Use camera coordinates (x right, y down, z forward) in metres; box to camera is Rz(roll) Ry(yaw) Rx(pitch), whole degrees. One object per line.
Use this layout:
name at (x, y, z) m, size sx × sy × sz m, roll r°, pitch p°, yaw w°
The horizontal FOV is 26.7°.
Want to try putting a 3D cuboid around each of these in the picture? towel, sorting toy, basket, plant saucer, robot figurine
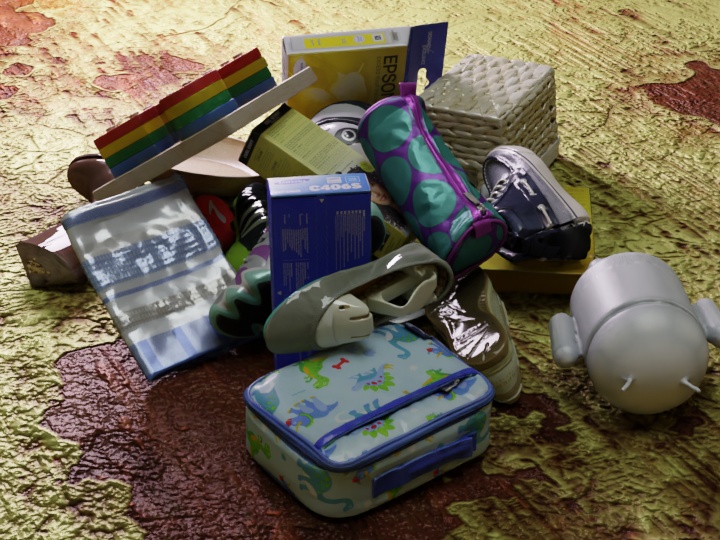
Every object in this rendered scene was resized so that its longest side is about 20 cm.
towel at (-0.196, 0.003, 1.518) m, size 0.147 × 0.024 × 0.200 m, roll -21°, pitch 71°, yaw -30°
sorting toy at (-0.176, -0.166, 1.621) m, size 0.198 × 0.070 × 0.200 m, roll -25°, pitch 10°, yaw 32°
basket at (0.150, -0.169, 1.828) m, size 0.135 × 0.124 × 0.200 m, roll 13°, pitch 32°, yaw 23°
plant saucer at (-0.193, -0.126, 1.809) m, size 0.199 × 0.036 × 0.200 m, roll 9°, pitch 19°, yaw -3°
robot figurine at (-0.017, -0.126, 1.734) m, size 0.125 × 0.151 × 0.200 m, roll 31°, pitch 20°, yaw -4°
robot figurine at (0.262, 0.059, 1.432) m, size 0.169 × 0.113 × 0.200 m, roll -10°, pitch 29°, yaw 2°

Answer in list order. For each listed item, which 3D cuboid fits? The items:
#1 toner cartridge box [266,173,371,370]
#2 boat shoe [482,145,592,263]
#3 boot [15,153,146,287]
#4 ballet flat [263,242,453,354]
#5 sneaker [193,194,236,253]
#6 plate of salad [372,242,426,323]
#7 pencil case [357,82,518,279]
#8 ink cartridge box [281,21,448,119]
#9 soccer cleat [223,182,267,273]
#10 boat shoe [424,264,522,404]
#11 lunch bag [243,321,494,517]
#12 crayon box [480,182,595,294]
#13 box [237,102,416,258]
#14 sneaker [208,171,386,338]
toner cartridge box at (-0.038, 0.009, 1.433) m, size 0.095 × 0.201 × 0.043 m, roll -4°, pitch 28°, yaw -7°
boat shoe at (0.158, -0.073, 1.601) m, size 0.092 × 0.075 × 0.200 m, roll -6°, pitch 29°, yaw -24°
boot at (-0.325, -0.055, 1.698) m, size 0.186 × 0.064 × 0.200 m, roll 18°, pitch 39°, yaw 33°
ballet flat at (0.004, 0.029, 1.372) m, size 0.200 × 0.068 × 0.064 m, roll -26°, pitch 40°, yaw -34°
sneaker at (-0.176, -0.039, 1.636) m, size 0.077 × 0.085 × 0.200 m, roll 4°, pitch 30°, yaw 5°
plate of salad at (0.000, 0.000, 1.605) m, size 0.199 × 0.048 × 0.200 m, roll 0°, pitch 29°, yaw 0°
pencil case at (0.073, -0.090, 1.541) m, size 0.085 × 0.093 × 0.200 m, roll -10°, pitch 54°, yaw -34°
ink cartridge box at (0.004, -0.208, 1.827) m, size 0.199 × 0.198 × 0.047 m, roll -4°, pitch 51°, yaw -6°
soccer cleat at (-0.101, -0.039, 1.641) m, size 0.081 × 0.068 × 0.200 m, roll -15°, pitch 29°, yaw 10°
boat shoe at (0.115, 0.059, 1.495) m, size 0.073 × 0.063 × 0.201 m, roll -30°, pitch 27°, yaw 2°
lunch bag at (0.011, 0.130, 1.344) m, size 0.200 × 0.083 × 0.161 m, roll -21°, pitch 38°, yaw -30°
crayon box at (0.189, -0.028, 1.651) m, size 0.126 × 0.051 × 0.200 m, roll 3°, pitch 29°, yaw 6°
box at (-0.025, -0.092, 1.595) m, size 0.200 × 0.050 × 0.075 m, roll 34°, pitch 40°, yaw 6°
sneaker at (-0.082, -0.026, 1.523) m, size 0.200 × 0.078 × 0.140 m, roll -33°, pitch 43°, yaw -5°
